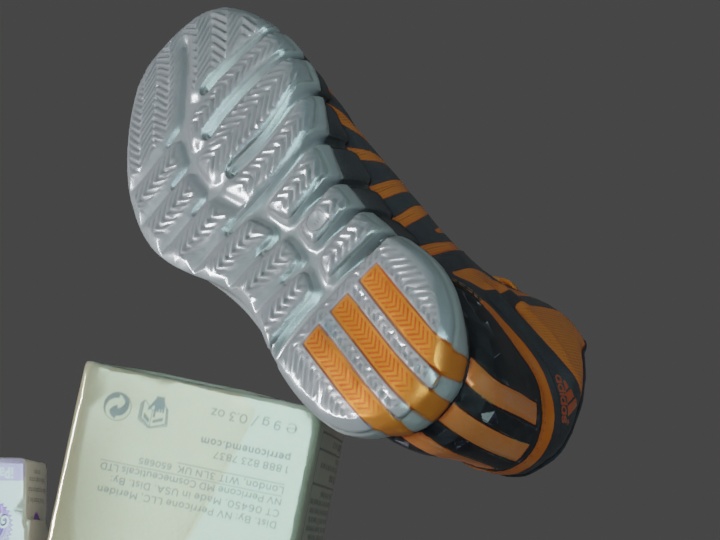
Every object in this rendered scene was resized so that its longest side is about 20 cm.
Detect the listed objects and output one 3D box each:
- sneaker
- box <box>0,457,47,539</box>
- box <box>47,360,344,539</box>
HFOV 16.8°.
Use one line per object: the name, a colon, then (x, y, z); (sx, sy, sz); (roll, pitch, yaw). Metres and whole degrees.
sneaker: (0.000, 0.000, 0.795); (0.078, 0.112, 0.200); (-44, 49, 14)
box: (-0.206, 0.082, 0.810); (0.200, 0.041, 0.039); (0, 84, 2)
box: (-0.064, 0.136, 0.771); (0.078, 0.095, 0.200); (11, 83, 5)
